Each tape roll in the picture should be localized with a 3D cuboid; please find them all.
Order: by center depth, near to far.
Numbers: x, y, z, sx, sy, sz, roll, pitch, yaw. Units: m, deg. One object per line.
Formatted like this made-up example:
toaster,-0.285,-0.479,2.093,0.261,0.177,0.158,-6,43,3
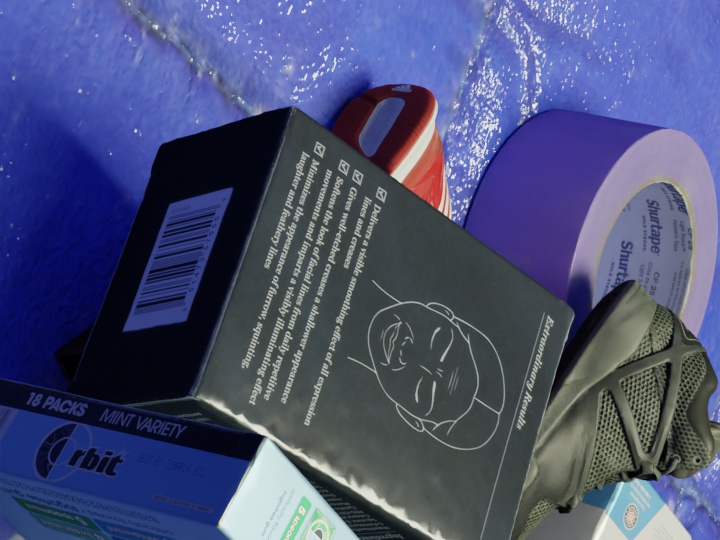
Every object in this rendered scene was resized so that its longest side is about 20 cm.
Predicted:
tape roll,0.152,-0.001,1.348,0.200,0.085,0.201,-22,119,-48

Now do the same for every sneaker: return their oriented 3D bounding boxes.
sneaker,0.000,0.000,1.142,0.200,0.078,0.116,-52,137,-29
sneaker,0.144,0.115,1.222,0.200,0.114,0.076,-52,-179,-13

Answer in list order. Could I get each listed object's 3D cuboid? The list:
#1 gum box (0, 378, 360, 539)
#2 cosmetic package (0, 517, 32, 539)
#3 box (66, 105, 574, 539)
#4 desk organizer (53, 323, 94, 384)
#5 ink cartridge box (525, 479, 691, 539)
gum box,-0.063,0.127,0.874,0.200,0.170,0.045,52,57,-42
cosmetic package,-0.180,0.161,0.938,0.200,0.085,0.108,-41,128,-39
box,-0.015,0.042,0.965,0.200,0.107,0.149,35,61,-32
desk organizer,-0.066,0.103,1.032,0.077,0.072,0.200,-37,108,-38
ink cartridge box,0.102,0.217,1.318,0.200,0.125,0.129,-62,143,-18
